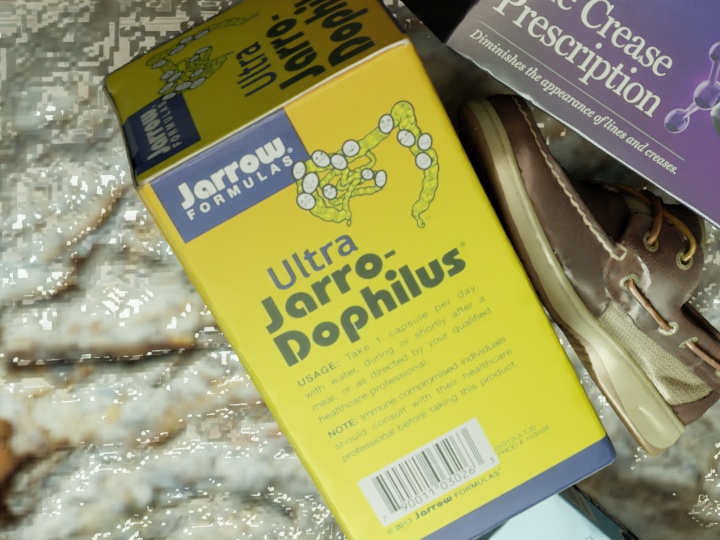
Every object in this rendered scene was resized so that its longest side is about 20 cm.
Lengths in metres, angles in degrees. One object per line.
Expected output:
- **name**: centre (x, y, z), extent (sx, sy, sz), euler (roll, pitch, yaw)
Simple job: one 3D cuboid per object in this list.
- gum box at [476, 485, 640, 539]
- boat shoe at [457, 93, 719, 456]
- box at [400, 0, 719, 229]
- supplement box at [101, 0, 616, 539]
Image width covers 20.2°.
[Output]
- **gum box**: centre (0.061, 0.199, 0.921), extent (0.200, 0.045, 0.170), euler (-44, 118, 9)
- **boat shoe**: centre (0.104, -0.007, 0.813), extent (0.072, 0.072, 0.200), euler (-32, 127, 5)
- **box**: centre (0.137, -0.104, 0.780), extent (0.200, 0.079, 0.141), euler (30, 102, -25)
- **supplement box**: centre (0.000, 0.000, 0.773), extent (0.109, 0.109, 0.200), euler (-29, 119, 0)
